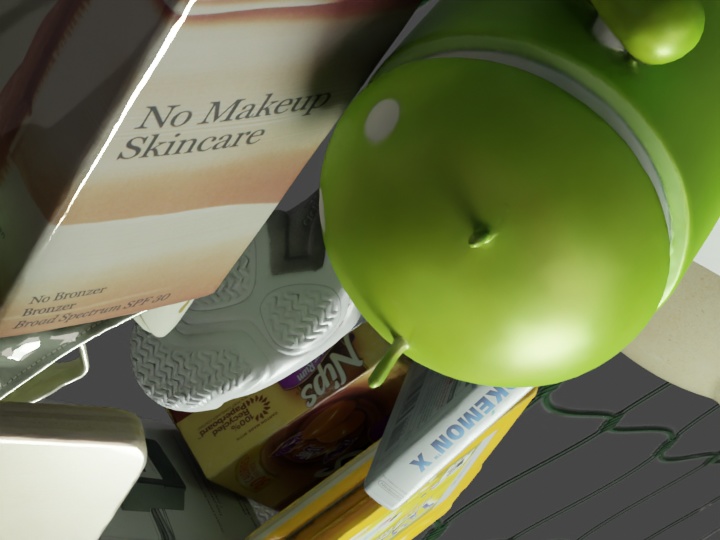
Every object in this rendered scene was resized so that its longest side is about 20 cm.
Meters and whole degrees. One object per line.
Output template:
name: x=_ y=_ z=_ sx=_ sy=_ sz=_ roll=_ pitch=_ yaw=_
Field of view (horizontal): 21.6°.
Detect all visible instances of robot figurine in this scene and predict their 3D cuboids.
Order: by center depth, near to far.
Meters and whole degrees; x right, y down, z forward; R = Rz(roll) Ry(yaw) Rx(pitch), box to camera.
robot figurine: x=0.063 y=-0.042 z=0.610 sx=0.200 sy=0.116 sz=0.175 roll=-51 pitch=174 yaw=-43

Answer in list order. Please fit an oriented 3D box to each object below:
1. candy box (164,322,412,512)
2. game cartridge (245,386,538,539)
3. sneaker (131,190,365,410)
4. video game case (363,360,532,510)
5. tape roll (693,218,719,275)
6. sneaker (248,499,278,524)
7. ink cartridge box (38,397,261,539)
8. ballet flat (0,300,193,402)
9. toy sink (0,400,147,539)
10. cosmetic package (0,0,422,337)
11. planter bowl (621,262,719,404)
candy box: x=-0.015 y=0.077 z=1.023 sx=0.117 sy=0.056 sz=0.200 roll=-34 pitch=157 yaw=4
game cartridge: x=0.001 y=0.135 z=1.003 sx=0.176 sy=0.032 sz=0.200 roll=-34 pitch=164 yaw=-25
sneaker: x=0.000 y=0.000 z=0.826 sx=0.200 sy=0.075 sz=0.114 roll=-38 pitch=155 yaw=11
video game case: x=0.084 y=0.002 z=0.890 sx=0.182 sy=0.022 sz=0.200 roll=-45 pitch=-170 yaw=31
tape roll: x=0.187 y=-0.090 z=0.731 sx=0.202 sy=0.202 sz=0.071 roll=-30 pitch=158 yaw=-3
sneaker: x=-0.101 y=0.215 z=1.174 sx=0.200 sy=0.075 sz=0.114 roll=-31 pitch=156 yaw=-8
ink cartridge box: x=-0.158 y=0.139 z=0.929 sx=0.145 sy=0.084 sz=0.200 roll=-37 pitch=158 yaw=14
ballet flat: x=-0.106 y=0.007 z=0.730 sx=0.200 sy=0.067 sz=0.064 roll=-27 pitch=128 yaw=1
toy sink: x=-0.184 y=0.035 z=0.580 sx=0.200 sy=0.112 sz=0.130 roll=5 pitch=142 yaw=-27
cosmetic package: x=-0.060 y=-0.074 z=0.594 sx=0.103 sy=0.087 sz=0.200 roll=-12 pitch=151 yaw=-39
planter bowl: x=0.223 y=-0.003 z=1.058 sx=0.200 sy=0.135 sz=0.200 roll=-27 pitch=157 yaw=-12
